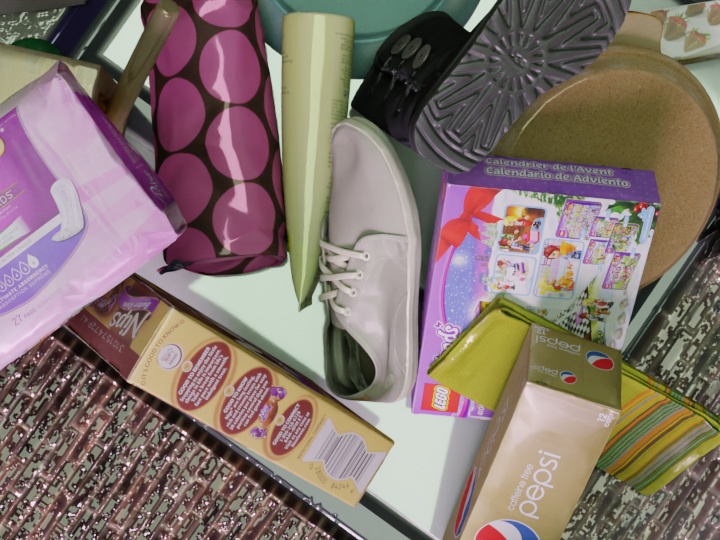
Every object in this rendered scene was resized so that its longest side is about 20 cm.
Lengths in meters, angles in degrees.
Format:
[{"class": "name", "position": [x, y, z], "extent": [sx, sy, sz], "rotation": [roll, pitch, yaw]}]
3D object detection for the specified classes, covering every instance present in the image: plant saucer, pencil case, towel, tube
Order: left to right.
[{"class": "pencil case", "position": [-0.106, -0.097, 0.988], "extent": [0.093, 0.090, 0.202], "rotation": [-6, 87, 35]}, {"class": "tube", "position": [-0.034, -0.074, 0.982], "extent": [0.058, 0.052, 0.202], "rotation": [-1, 95, -45]}, {"class": "plant saucer", "position": [-0.002, -0.239, 1.021], "extent": [0.198, 0.027, 0.202], "rotation": [0, 89, -1]}, {"class": "towel", "position": [0.149, 0.090, 0.975], "extent": [0.199, 0.018, 0.086], "rotation": [28, 124, -19]}]

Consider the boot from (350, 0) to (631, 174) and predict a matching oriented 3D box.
[{"class": "boot", "position": [0.076, -0.142, 0.921], "extent": [0.165, 0.200, 0.066], "rotation": [-42, 104, 1]}]

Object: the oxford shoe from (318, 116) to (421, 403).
[{"class": "oxford shoe", "position": [0.000, 0.000, 0.948], "extent": [0.057, 0.075, 0.202], "rotation": [-17, 113, -34]}]

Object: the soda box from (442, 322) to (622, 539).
[{"class": "soda box", "position": [0.109, 0.137, 0.946], "extent": [0.063, 0.068, 0.201], "rotation": [17, 123, -1]}]

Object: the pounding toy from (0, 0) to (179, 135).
[{"class": "pounding toy", "position": [-0.199, -0.074, 0.931], "extent": [0.141, 0.184, 0.202], "rotation": [12, 88, -2]}]

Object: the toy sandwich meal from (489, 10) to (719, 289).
[{"class": "toy sandwich meal", "position": [0.155, -0.075, 0.985], "extent": [0.203, 0.070, 0.207], "rotation": [-6, 114, -13]}]

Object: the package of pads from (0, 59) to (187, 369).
[{"class": "package of pads", "position": [-0.211, -0.014, 0.821], "extent": [0.199, 0.076, 0.121], "rotation": [-36, 97, 4]}]

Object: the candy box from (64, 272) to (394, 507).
[{"class": "candy box", "position": [-0.084, 0.071, 0.921], "extent": [0.199, 0.116, 0.057], "rotation": [33, 88, -36]}]

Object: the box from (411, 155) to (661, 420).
[{"class": "box", "position": [0.111, 0.018, 0.955], "extent": [0.135, 0.039, 0.201], "rotation": [5, 129, -2]}]

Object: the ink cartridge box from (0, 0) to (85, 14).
[{"class": "ink cartridge box", "position": [-0.294, -0.250, 0.981], "extent": [0.198, 0.085, 0.146], "rotation": [-7, 89, -3]}]

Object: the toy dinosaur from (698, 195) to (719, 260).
[{"class": "toy dinosaur", "position": [0.324, -0.022, 1.011], "extent": [0.134, 0.102, 0.202], "rotation": [13, 70, -17]}]

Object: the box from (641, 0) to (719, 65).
[{"class": "box", "position": [0.198, -0.162, 1.020], "extent": [0.198, 0.041, 0.039], "rotation": [-10, 89, -3]}]
